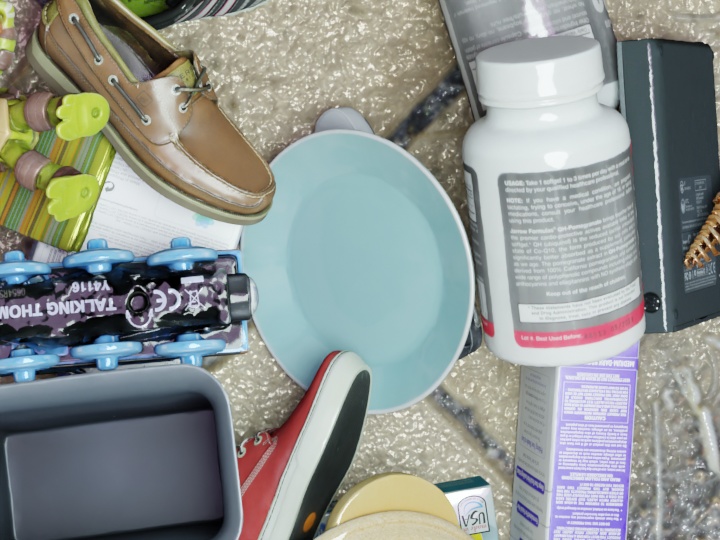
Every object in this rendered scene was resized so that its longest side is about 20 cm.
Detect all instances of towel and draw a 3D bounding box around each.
[{"bbox_3d":[-0.261,-0.083,1.258,0.199,0.018,0.086,21,86,21],"label":"towel"}]

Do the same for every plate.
[{"bbox_3d":[0.000,0.000,1.283,0.199,0.026,0.201,10,106,35],"label":"plate"}]

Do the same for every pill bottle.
[{"bbox_3d":[0.125,-0.047,1.207,0.110,0.111,0.201,-10,108,-7],"label":"pill bottle"},{"bbox_3d":[0.123,-0.158,1.297,0.113,0.114,0.201,-18,95,-6],"label":"pill bottle"}]

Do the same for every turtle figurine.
[{"bbox_3d":[-0.237,-0.082,1.205,0.161,0.064,0.201,19,92,37],"label":"turtle figurine"}]

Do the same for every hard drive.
[{"bbox_3d":[0.223,-0.062,1.306,0.033,0.139,0.201,-2,93,28],"label":"hard drive"}]

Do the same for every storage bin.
[{"bbox_3d":[-0.168,0.144,1.192,0.199,0.134,0.146,-8,84,4],"label":"storage bin"}]

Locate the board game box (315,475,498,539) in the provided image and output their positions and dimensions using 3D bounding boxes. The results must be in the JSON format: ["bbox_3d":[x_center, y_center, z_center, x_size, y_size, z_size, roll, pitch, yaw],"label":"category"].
[{"bbox_3d":[0.033,0.262,1.338,0.150,0.047,0.201,-9,93,-7],"label":"board game box"}]

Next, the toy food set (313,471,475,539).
[{"bbox_3d":[0.007,0.253,1.265,0.198,0.049,0.200,-37,116,-9],"label":"toy food set"}]

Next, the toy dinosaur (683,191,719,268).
[{"bbox_3d":[0.300,-0.036,1.327,0.199,0.102,0.136,-18,98,-16],"label":"toy dinosaur"}]

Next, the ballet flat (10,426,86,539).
[{"bbox_3d":[-0.239,0.192,1.294,0.067,0.068,0.200,38,91,-36],"label":"ballet flat"}]

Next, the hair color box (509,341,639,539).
[{"bbox_3d":[0.151,0.141,1.316,0.064,0.109,0.201,5,92,-9],"label":"hair color box"}]

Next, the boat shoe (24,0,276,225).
[{"bbox_3d":[-0.131,-0.111,1.212,0.200,0.072,0.068,38,127,-2],"label":"boat shoe"}]

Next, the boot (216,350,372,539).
[{"bbox_3d":[-0.085,0.127,1.286,0.144,0.072,0.201,28,96,23],"label":"boot"}]

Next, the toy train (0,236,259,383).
[{"bbox_3d":[-0.166,0.026,1.194,0.199,0.114,0.087,-5,85,-6],"label":"toy train"}]

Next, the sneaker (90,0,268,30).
[{"bbox_3d":[-0.115,-0.209,1.278,0.199,0.087,0.074,-21,95,-6],"label":"sneaker"}]

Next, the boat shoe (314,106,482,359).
[{"bbox_3d":[0.030,-0.027,1.318,0.068,0.072,0.201,-19,80,-39],"label":"boat shoe"}]

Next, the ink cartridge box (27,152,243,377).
[{"bbox_3d":[-0.166,0.008,1.287,0.136,0.076,0.201,18,89,-7],"label":"ink cartridge box"}]
